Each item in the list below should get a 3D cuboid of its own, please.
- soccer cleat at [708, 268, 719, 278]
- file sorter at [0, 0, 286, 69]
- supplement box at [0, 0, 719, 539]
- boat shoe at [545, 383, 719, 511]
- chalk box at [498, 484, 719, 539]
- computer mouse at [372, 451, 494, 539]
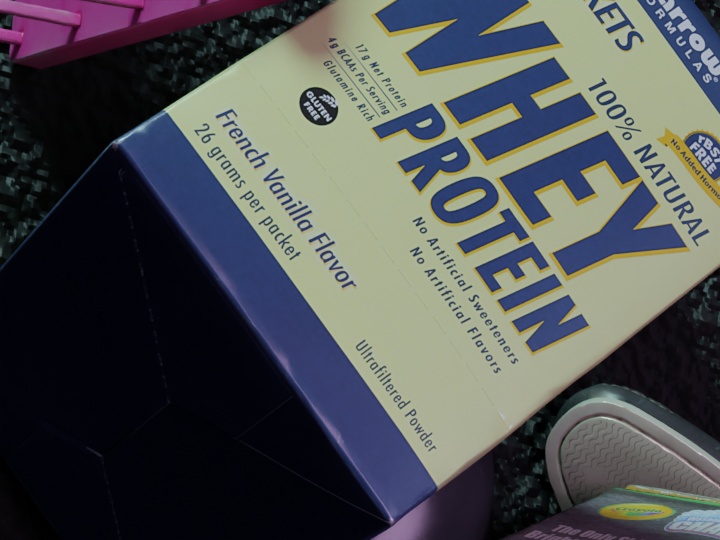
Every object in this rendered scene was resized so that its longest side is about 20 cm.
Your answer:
[{"bbox_3d":[0.081,-0.071,1.040,0.200,0.068,0.073,39,63,-24],"label":"soccer cleat"},{"bbox_3d":[-0.104,-0.152,0.835,0.125,0.200,0.140,9,82,-31],"label":"file sorter"},{"bbox_3d":[0.000,0.000,0.880,0.200,0.200,0.134,-35,89,-32],"label":"supplement box"},{"bbox_3d":[0.149,0.108,1.088,0.200,0.072,0.068,38,29,-20],"label":"boat shoe"},{"bbox_3d":[0.109,0.156,0.973,0.200,0.124,0.124,-17,105,-41],"label":"chalk box"},{"bbox_3d":[0.020,0.140,0.995,0.140,0.046,0.200,41,66,-25],"label":"computer mouse"}]
